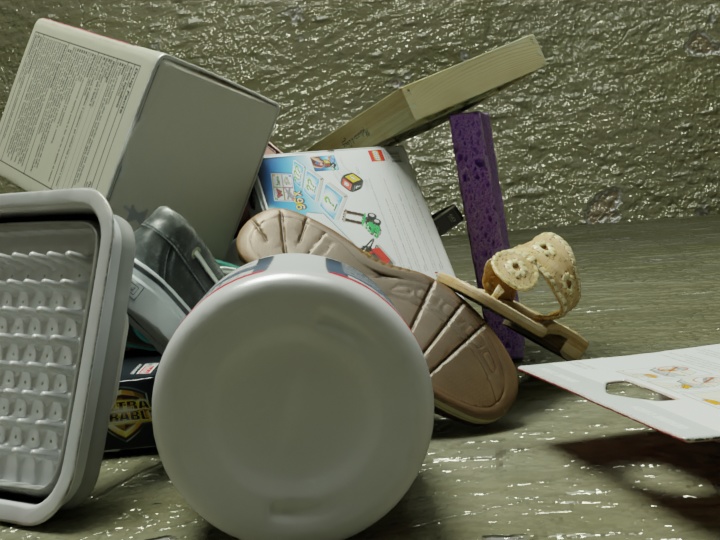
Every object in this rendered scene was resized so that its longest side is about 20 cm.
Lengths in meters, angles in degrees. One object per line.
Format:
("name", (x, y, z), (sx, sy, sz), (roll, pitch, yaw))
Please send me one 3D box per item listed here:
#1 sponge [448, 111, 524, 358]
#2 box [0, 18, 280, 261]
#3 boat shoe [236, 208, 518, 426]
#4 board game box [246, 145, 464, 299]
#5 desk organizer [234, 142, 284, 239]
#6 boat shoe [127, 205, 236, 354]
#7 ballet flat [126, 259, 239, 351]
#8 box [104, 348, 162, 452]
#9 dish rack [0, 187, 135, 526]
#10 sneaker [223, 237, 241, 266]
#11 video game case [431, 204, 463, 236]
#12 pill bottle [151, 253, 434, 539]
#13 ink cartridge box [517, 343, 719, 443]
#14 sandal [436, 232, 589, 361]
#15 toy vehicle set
("sponge", (0.106, -0.032, 0.970), (0.030, 0.200, 0.112), (-9, 3, 10))
("box", (-0.172, -0.098, 0.866), (0.109, 0.128, 0.200), (17, 5, -42))
("boat shoe", (0.006, 0.039, 0.736), (0.200, 0.072, 0.072), (30, 55, 14))
("board game box", (0.000, 0.000, 0.831), (0.126, 0.200, 0.035), (-6, -32, -21))
("desk organizer", (-0.119, -0.015, 0.986), (0.072, 0.200, 0.077), (41, 43, 23))
("boat shoe", (-0.087, 0.032, 0.715), (0.072, 0.071, 0.200), (32, -14, 26))
("ballet flat", (-0.164, 0.022, 0.812), (0.200, 0.067, 0.070), (-6, 11, -9))
("box", (-0.199, 0.085, 0.797), (0.159, 0.046, 0.200), (-5, 4, -2))
("dish rack", (-0.196, 0.045, 0.637), (0.200, 0.172, 0.044), (-1, -14, 38))
("sneaker", (-0.045, -0.037, 0.907), (0.075, 0.087, 0.200), (26, 29, 14))
("video game case", (-0.021, 0.017, 0.954), (0.200, 0.019, 0.143), (-33, 2, -20))
("pill bottle", (-0.032, 0.052, 0.581), (0.119, 0.120, 0.200), (-5, 4, -2))
("ink cartridge box", (0.193, 0.071, 0.575), (0.173, 0.044, 0.200), (-6, 5, -12))
("sandal", (0.119, 0.008, 0.808), (0.078, 0.070, 0.212), (29, -1, 30))
("toy vehicle set", (0.046, -0.128, 0.939), (0.124, 0.027, 0.200), (-25, 3, -23))
